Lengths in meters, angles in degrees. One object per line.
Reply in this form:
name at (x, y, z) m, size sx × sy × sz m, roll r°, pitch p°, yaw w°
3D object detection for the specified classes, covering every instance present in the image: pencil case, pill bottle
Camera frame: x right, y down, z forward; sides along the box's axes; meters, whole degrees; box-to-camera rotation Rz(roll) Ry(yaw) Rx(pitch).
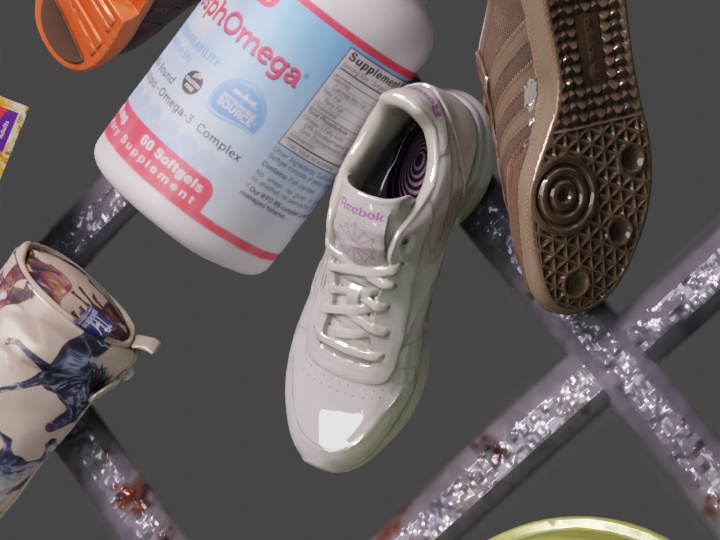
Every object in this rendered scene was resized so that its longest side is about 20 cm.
pencil case at (-0.196, 0.088, 1.385) m, size 0.089 × 0.078 × 0.200 m, roll 38°, pitch 99°, yaw 8°
pill bottle at (-0.035, -0.105, 1.324) m, size 0.109 × 0.109 × 0.200 m, roll 41°, pitch 100°, yaw 23°

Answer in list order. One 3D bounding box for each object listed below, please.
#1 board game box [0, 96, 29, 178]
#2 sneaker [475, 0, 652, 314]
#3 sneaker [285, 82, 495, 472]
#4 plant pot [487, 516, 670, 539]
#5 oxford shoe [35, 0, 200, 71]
board game box at (-0.255, -0.013, 1.404) m, size 0.151 × 0.046 × 0.200 m, roll 24°, pitch 92°, yaw 60°
sneaker at (0.094, -0.080, 1.295) m, size 0.076 × 0.070 × 0.200 m, roll 11°, pitch 103°, yaw 64°
sneaker at (0.000, 0.000, 1.299) m, size 0.075 × 0.100 × 0.200 m, roll 17°, pitch 91°, yaw 22°
plant pot at (0.069, 0.206, 1.192) m, size 0.200 × 0.184 × 0.200 m, roll -3°, pitch 81°, yaw 23°
oxford shoe at (-0.091, -0.176, 1.341) m, size 0.200 × 0.073 × 0.071 m, roll -36°, pitch 82°, yaw 45°
